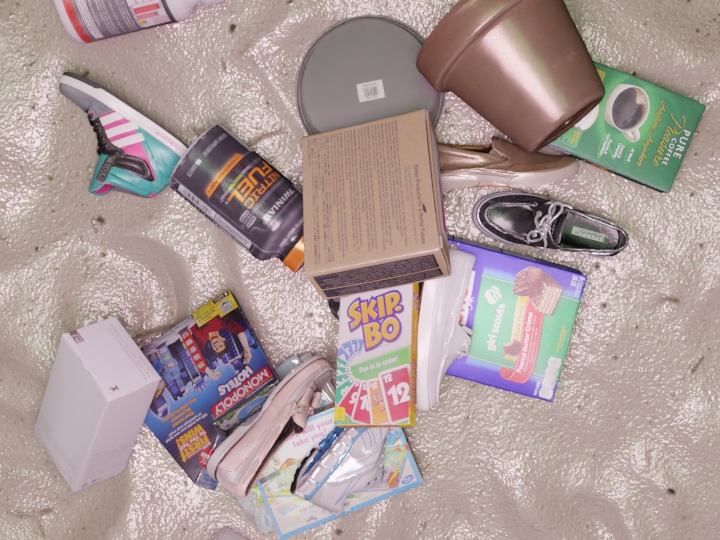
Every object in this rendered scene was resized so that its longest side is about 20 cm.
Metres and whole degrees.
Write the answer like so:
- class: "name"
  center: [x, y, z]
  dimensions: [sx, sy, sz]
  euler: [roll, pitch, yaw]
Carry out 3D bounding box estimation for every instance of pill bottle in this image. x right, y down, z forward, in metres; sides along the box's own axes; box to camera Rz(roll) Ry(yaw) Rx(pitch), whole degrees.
- class: "pill bottle"
  center: [-0.136, -0.086, 1.174]
  dimensions: [0.200, 0.106, 0.106]
  euler: [39, 94, 0]
- class: "pill bottle"
  center: [-0.279, -0.364, 1.163]
  dimensions: [0.199, 0.116, 0.117]
  euler: [-12, 92, 4]

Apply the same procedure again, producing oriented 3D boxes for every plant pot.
- class: "plant pot"
  center: [0.192, -0.240, 1.094]
  dimensions: [0.200, 0.200, 0.175]
  euler: [-37, 84, 4]

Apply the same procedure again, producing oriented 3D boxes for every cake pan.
- class: "cake pan"
  center: [0.012, -0.233, 1.194]
  dimensions: [0.199, 0.037, 0.202]
  euler: [0, 93, 3]

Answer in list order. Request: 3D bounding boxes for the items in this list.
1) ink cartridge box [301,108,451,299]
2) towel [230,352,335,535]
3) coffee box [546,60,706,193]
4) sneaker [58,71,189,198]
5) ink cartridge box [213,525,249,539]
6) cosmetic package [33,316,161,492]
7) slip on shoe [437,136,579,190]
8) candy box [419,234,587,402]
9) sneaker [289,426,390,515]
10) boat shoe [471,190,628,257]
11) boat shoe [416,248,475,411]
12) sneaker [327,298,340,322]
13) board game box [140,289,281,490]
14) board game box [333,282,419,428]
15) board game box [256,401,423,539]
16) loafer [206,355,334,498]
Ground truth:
- class: "ink cartridge box"
  center: [0.017, -0.079, 1.101]
  dimensions: [0.164, 0.075, 0.201]
  euler: [-10, 60, 12]
- class: "towel"
  center: [-0.100, 0.227, 1.217]
  dimensions: [0.200, 0.048, 0.172]
  euler: [-36, 90, 4]
- class: "coffee box"
  center: [0.322, -0.189, 1.177]
  dimensions: [0.199, 0.044, 0.124]
  euler: [21, 93, 2]
- class: "sneaker"
  center: [-0.329, -0.159, 1.196]
  dimensions: [0.199, 0.084, 0.121]
  euler: [34, 84, 0]
- class: "ink cartridge box"
  center: [-0.138, 0.456, 1.211]
  dimensions: [0.199, 0.085, 0.146]
  euler: [30, 94, -1]
- class: "cosmetic package"
  center: [-0.332, 0.169, 1.148]
  dimensions: [0.113, 0.081, 0.200]
  euler: [49, 130, 21]
- class: "slip on shoe"
  center: [0.177, -0.140, 1.173]
  dimensions: [0.199, 0.076, 0.061]
  euler: [-2, 104, 10]
- class: "candy box"
  center: [0.168, 0.057, 1.180]
  dimensions: [0.199, 0.077, 0.170]
  euler: [15, 95, 4]
- class: "sneaker"
  center: [0.007, 0.216, 1.130]
  dimensions: [0.087, 0.075, 0.200]
  euler: [39, 97, -14]
- class: "boat shoe"
  center: [0.242, -0.055, 1.175]
  dimensions: [0.198, 0.068, 0.074]
  euler: [18, 93, 2]
- class: "boat shoe"
  center: [0.104, 0.073, 1.118]
  dimensions: [0.068, 0.072, 0.201]
  euler: [7, 86, 5]
- class: "sneaker"
  center: [0.000, 0.000, 1.191]
  dimensions: [0.115, 0.075, 0.201]
  euler: [-18, 64, 38]
- class: "board game box"
  center: [-0.197, 0.163, 1.171]
  dimensions: [0.199, 0.062, 0.200]
  euler: [-34, 64, 3]
- class: "board game box"
  center: [0.020, 0.084, 1.091]
  dimensions: [0.095, 0.030, 0.201]
  euler: [-5, 69, 22]
- class: "board game box"
  center: [-0.035, 0.243, 1.177]
  dimensions: [0.199, 0.034, 0.135]
  euler: [-22, 93, 3]
- class: "loafer"
  center: [-0.096, 0.192, 1.121]
  dimensions: [0.063, 0.072, 0.200]
  euler: [35, 68, 28]
